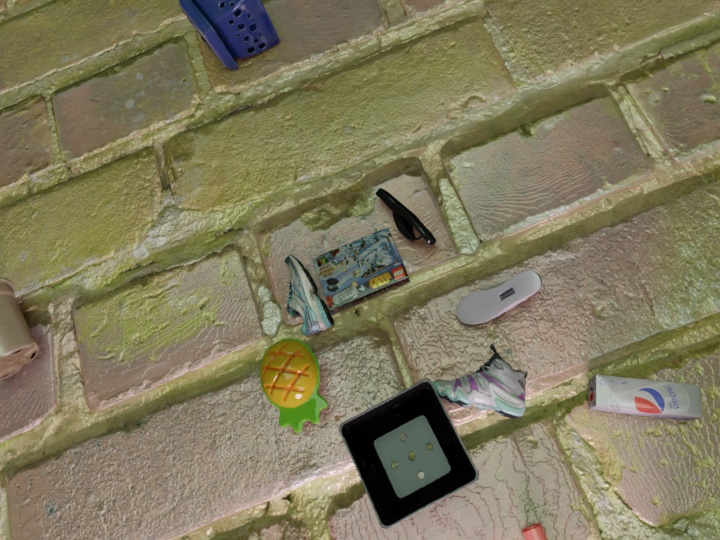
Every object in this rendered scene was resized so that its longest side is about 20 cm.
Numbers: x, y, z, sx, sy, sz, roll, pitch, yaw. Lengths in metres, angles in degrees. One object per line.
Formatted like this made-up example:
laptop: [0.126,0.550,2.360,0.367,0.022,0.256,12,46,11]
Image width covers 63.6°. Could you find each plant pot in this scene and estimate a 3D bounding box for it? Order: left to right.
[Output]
plant pot: [-0.872,0.152,1.371,0.200,0.201,0.184,-40,81,-7]
plant pot: [-0.365,-0.693,1.584,0.179,0.200,0.201,-39,70,0]
plant pot: [0.098,0.360,1.139,0.197,0.178,0.202,-27,67,-1]

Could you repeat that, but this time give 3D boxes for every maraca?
maraca: [-0.146,0.244,1.255,0.136,0.107,0.202,-26,68,6]

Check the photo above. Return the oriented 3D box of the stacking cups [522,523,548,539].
stacking cups: [0.360,0.580,1.080,0.060,0.061,0.202,-22,69,0]

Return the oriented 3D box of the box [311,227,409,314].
box: [0.000,0.000,1.357,0.197,0.040,0.139,-22,67,1]

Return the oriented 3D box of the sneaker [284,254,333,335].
sneaker: [-0.141,0.057,1.340,0.085,0.078,0.202,-29,68,1]

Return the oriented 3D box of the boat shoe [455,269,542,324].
boat shoe: [0.305,0.060,1.274,0.199,0.065,0.073,-34,70,19]

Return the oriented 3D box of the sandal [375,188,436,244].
sandal: [0.104,-0.118,1.376,0.201,0.075,0.048,47,108,27]

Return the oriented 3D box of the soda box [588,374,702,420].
soda box: [0.565,0.255,1.163,0.196,0.068,0.064,5,71,10]

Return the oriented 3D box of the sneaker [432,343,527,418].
sneaker: [0.254,0.220,1.225,0.197,0.078,0.142,14,71,3]
